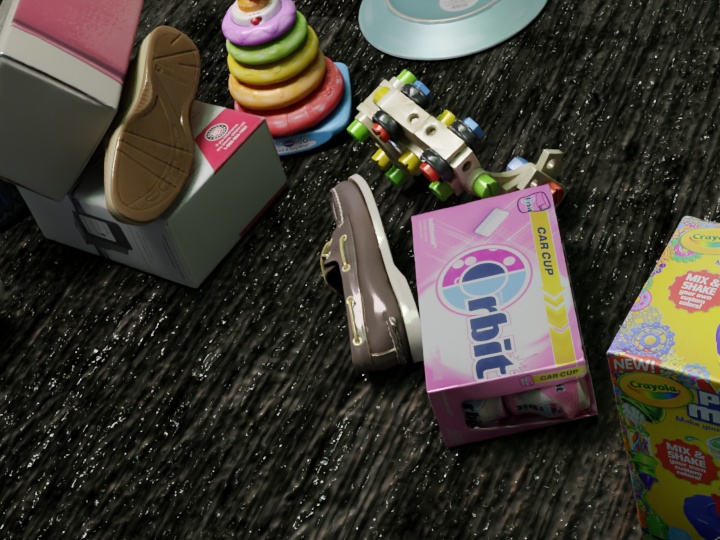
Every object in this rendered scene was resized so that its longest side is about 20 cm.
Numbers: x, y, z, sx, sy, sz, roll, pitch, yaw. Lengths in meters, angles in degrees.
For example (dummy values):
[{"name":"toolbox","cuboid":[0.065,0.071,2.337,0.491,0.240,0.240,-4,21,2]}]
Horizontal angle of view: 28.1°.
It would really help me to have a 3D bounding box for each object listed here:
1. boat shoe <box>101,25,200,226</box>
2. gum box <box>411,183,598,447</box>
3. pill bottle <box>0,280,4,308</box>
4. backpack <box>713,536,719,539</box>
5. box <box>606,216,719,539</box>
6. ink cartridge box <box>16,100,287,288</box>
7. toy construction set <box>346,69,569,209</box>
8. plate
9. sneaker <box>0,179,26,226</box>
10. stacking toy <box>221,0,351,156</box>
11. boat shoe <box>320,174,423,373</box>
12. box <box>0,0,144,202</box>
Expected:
[{"name":"boat shoe","cuboid":[-0.183,-0.115,1.222,0.064,0.071,0.201,-30,39,42]},{"name":"gum box","cuboid":[0.105,0.034,1.075,0.113,0.066,0.201,-13,43,10]},{"name":"pill bottle","cuboid":[-0.382,0.073,1.186,0.110,0.111,0.201,0,46,20]},{"name":"backpack","cuboid":[0.235,0.239,0.732,0.175,0.154,0.200,-3,48,-52]},{"name":"box","cuboid":[0.273,0.092,0.861,0.199,0.193,0.122,14,52,32]},{"name":"ink cartridge box","cuboid":[-0.190,-0.083,1.294,0.199,0.084,0.145,17,54,34]},{"name":"toy construction set","cuboid":[0.072,-0.096,1.191,0.199,0.131,0.092,25,75,32]},{"name":"plate","cuboid":[0.092,-0.281,1.436,0.199,0.026,0.201,-10,43,9]},{"name":"sneaker","cuboid":[-0.310,-0.119,1.391,0.200,0.066,0.078,-36,41,-17]},{"name":"stacking toy","cuboid":[-0.084,-0.212,1.301,0.115,0.201,0.110,-10,43,9]},{"name":"boat shoe","cuboid":[0.000,0.000,1.151,0.059,0.072,0.201,-18,48,-2]},{"name":"box","cuboid":[-0.267,-0.182,1.247,0.128,0.109,0.201,-49,26,39]}]
